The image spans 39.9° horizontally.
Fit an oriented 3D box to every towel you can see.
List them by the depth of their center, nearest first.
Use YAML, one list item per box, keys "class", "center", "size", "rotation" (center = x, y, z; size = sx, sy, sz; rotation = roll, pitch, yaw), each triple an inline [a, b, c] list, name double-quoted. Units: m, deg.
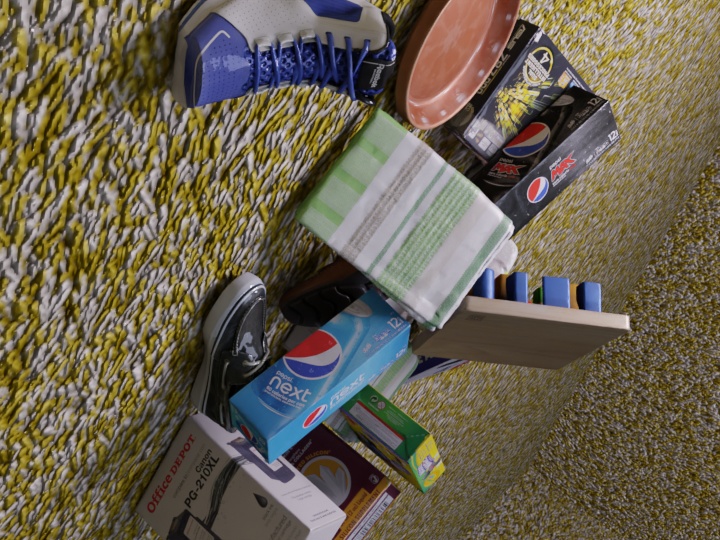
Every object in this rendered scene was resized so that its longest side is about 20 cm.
- class: "towel"
  center: [0.048, -0.052, 1.040]
  size: [0.149, 0.200, 0.031]
  rotation: [-53, -163, -6]
- class: "towel"
  center: [0.006, 0.136, 1.233]
  size: [0.149, 0.031, 0.200]
  rotation: [-51, 157, -8]

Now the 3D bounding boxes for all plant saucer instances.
- class: "plant saucer"
  center: [0.102, -0.244, 1.057]
  size: [0.200, 0.032, 0.200]
  rotation: [-45, 157, -25]

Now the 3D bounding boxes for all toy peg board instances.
- class: "toy peg board"
  center: [0.185, 0.041, 1.193]
  size: [0.199, 0.200, 0.098]
  rotation: [126, -32, -66]

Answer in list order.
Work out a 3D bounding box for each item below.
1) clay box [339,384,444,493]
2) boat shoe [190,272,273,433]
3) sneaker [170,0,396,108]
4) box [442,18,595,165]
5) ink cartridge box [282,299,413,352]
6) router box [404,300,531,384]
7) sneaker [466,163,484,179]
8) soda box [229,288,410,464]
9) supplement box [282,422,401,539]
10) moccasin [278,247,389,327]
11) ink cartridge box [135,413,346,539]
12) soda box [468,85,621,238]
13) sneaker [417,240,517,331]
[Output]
- class: "clay box"
  center: [0.041, 0.209, 1.216]
  size: [0.048, 0.115, 0.200]
  rotation: [-48, 156, -13]
- class: "boat shoe"
  center: [-0.123, 0.090, 1.044]
  size: [0.072, 0.071, 0.200]
  rotation: [-33, 151, -43]
- class: "sneaker"
  center: [-0.039, -0.172, 0.755]
  size: [0.199, 0.115, 0.081]
  rotation: [-35, 152, -40]
- class: "box"
  center: [0.211, -0.193, 1.249]
  size: [0.161, 0.049, 0.200]
  rotation: [-52, 135, 3]
- class: "ink cartridge box"
  center: [0.012, 0.042, 1.239]
  size: [0.200, 0.085, 0.146]
  rotation: [-57, 159, 6]
- class: "router box"
  center: [0.142, 0.115, 1.497]
  size: [0.179, 0.049, 0.200]
  rotation: [-12, 167, -40]
- class: "sneaker"
  center: [0.213, -0.148, 1.367]
  size: [0.076, 0.088, 0.200]
  rotation: [-7, 128, -60]
- class: "soda box"
  center: [-0.041, 0.110, 1.046]
  size: [0.200, 0.064, 0.068]
  rotation: [-38, 158, -23]
- class: "supplement box"
  center: [-0.062, 0.252, 1.245]
  size: [0.110, 0.200, 0.086]
  rotation: [-50, 158, -9]
- class: "moccasin"
  center: [-0.001, -0.001, 1.124]
  size: [0.201, 0.078, 0.074]
  rotation: [-32, 131, 5]
- class: "ink cartridge box"
  center: [-0.139, 0.274, 1.121]
  size: [0.145, 0.200, 0.084]
  rotation: [-59, 155, 15]
- class: "soda box"
  center: [0.223, -0.134, 1.216]
  size: [0.200, 0.063, 0.071]
  rotation: [-42, 134, -10]
- class: "sneaker"
  center: [0.169, 0.024, 1.574]
  size: [0.200, 0.076, 0.105]
  rotation: [-43, 170, 7]
